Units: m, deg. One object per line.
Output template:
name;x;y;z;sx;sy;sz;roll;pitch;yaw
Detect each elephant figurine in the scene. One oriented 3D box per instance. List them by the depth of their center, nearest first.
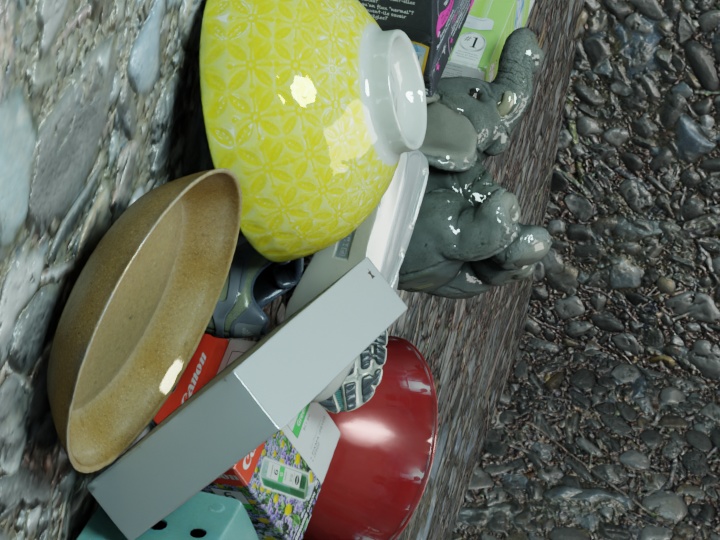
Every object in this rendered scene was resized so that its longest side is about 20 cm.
elephant figurine;0.064;-0.087;1.420;0.155;0.141;0.201;11;62;-48

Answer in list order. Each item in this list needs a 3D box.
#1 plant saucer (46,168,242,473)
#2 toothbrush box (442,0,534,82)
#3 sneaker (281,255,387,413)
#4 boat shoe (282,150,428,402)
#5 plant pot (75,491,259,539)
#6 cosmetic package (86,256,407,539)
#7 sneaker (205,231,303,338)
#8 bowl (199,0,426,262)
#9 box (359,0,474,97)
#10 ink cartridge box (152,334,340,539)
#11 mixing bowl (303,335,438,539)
plant saucer;-0.135;0.024;1.105;0.201;0.035;0.201;-59;166;-24
toothbrush box;0.064;-0.225;1.577;0.086;0.145;0.201;92;16;-51
sneaker;-0.032;0.016;1.437;0.080;0.077;0.201;109;-34;-70
boat shoe;0.000;0.000;1.326;0.068;0.072;0.201;17;84;-48
plant pot;-0.136;0.251;1.234;0.142;0.140;0.201;-59;155;-57
cosmetic package;-0.070;0.080;1.199;0.151;0.052;0.200;-41;180;33
sneaker;-0.073;-0.025;1.306;0.074;0.080;0.201;92;17;-54
bowl;-0.018;-0.111;1.217;0.200;0.107;0.202;-7;90;-72
box;0.020;-0.243;1.352;0.115;0.131;0.201;90;18;-45
ink cartridge box;-0.084;0.116;1.382;0.200;0.050;0.109;61;42;-50
mixing bowl;-0.036;0.140;1.560;0.200;0.108;0.201;-33;-132;46
